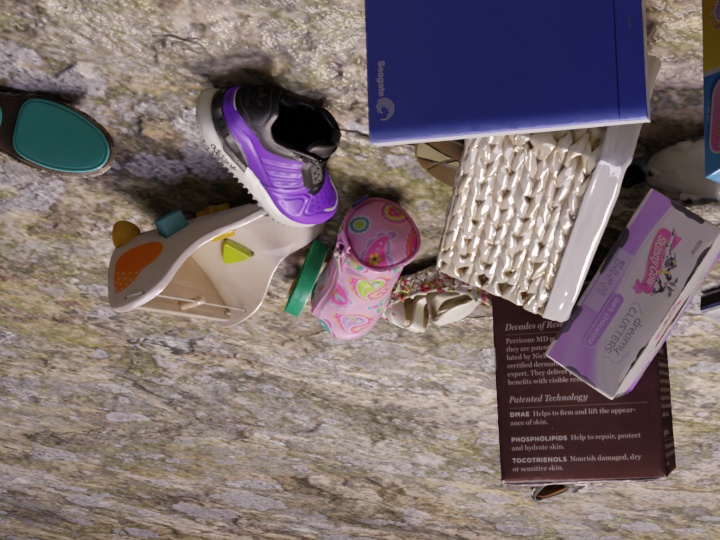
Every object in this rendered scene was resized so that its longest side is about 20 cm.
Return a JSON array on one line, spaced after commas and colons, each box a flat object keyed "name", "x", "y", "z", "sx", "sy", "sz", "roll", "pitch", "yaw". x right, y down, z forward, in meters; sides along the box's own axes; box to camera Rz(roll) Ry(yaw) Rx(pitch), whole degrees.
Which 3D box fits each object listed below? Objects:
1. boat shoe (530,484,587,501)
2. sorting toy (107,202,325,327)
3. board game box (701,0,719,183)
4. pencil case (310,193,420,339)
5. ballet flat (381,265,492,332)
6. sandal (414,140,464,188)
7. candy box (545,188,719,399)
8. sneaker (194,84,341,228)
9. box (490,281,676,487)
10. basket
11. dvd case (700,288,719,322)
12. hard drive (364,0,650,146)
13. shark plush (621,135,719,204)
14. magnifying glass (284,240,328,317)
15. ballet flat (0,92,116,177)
[{"name": "boat shoe", "x": 0.328, "y": 0.296, "z": 1.904, "sx": 0.072, "sy": 0.068, "sz": 0.200, "roll": 25, "pitch": 147, "yaw": -31}, {"name": "sorting toy", "x": -0.135, "y": -0.025, "z": 1.307, "sx": 0.180, "sy": 0.107, "sz": 0.200, "roll": -23, "pitch": 164, "yaw": 22}, {"name": "board game box", "x": 0.298, "y": -0.133, "z": 0.854, "sx": 0.153, "sy": 0.200, "sz": 0.040, "roll": 17, "pitch": 152, "yaw": -21}, {"name": "pencil case", "x": 0.000, "y": 0.000, "z": 1.331, "sx": 0.087, "sy": 0.088, "sz": 0.200, "roll": 10, "pitch": 156, "yaw": -7}, {"name": "ballet flat", "x": 0.074, "y": 0.032, "z": 1.411, "sx": 0.076, "sy": 0.064, "sz": 0.200, "roll": 23, "pitch": 150, "yaw": -35}, {"name": "sandal", "x": 0.140, "y": -0.084, "z": 1.176, "sx": 0.200, "sy": 0.054, "sz": 0.080, "roll": 31, "pitch": 142, "yaw": -15}, {"name": "candy box", "x": 0.250, "y": 0.025, "z": 1.149, "sx": 0.071, "sy": 0.168, "sz": 0.200, "roll": 34, "pitch": -175, "yaw": 16}, {"name": "sneaker", "x": -0.055, "y": -0.101, "z": 1.154, "sx": 0.099, "sy": 0.070, "sz": 0.200, "roll": -11, "pitch": 150, "yaw": 27}, {"name": "box", "x": 0.234, "y": 0.118, "z": 1.338, "sx": 0.164, "sy": 0.200, "sz": 0.166, "roll": -5, "pitch": 173, "yaw": 17}, {"name": "basket", "x": 0.145, "y": -0.079, "z": 1.033, "sx": 0.123, "sy": 0.136, "sz": 0.200, "roll": 20, "pitch": 141, "yaw": 7}, {"name": "dvd case", "x": 0.487, "y": 0.034, "z": 1.365, "sx": 0.150, "sy": 0.025, "sz": 0.200, "roll": 24, "pitch": 150, "yaw": -33}, {"name": "hard drive", "x": 0.101, "y": -0.163, "z": 0.919, "sx": 0.200, "sy": 0.132, "sz": 0.025, "roll": -3, "pitch": 176, "yaw": 19}, {"name": "shark plush", "x": 0.302, "y": -0.079, "z": 1.129, "sx": 0.200, "sy": 0.091, "sz": 0.083, "roll": -14, "pitch": 179, "yaw": 27}, {"name": "magnifying glass", "x": -0.061, "y": 0.014, "z": 1.373, "sx": 0.022, "sy": 0.080, "sz": 0.200, "roll": 23, "pitch": 173, "yaw": -5}, {"name": "ballet flat", "x": -0.318, "y": -0.130, "z": 1.177, "sx": 0.200, "sy": 0.068, "sz": 0.075, "roll": 14, "pitch": 176, "yaw": -4}]
